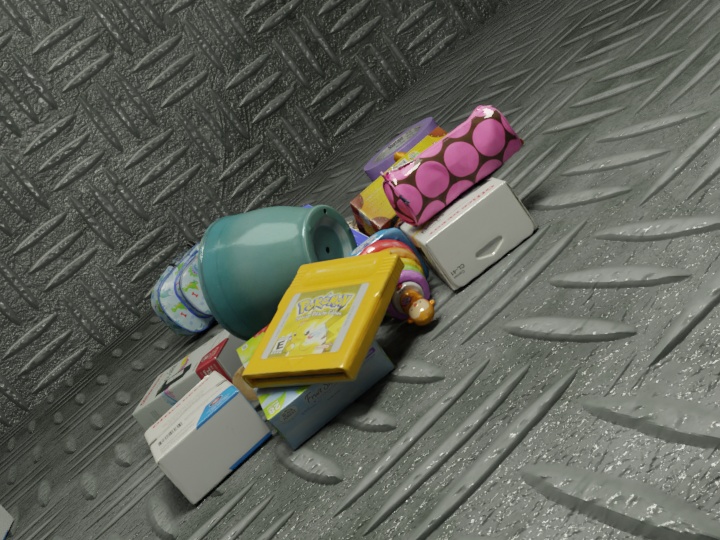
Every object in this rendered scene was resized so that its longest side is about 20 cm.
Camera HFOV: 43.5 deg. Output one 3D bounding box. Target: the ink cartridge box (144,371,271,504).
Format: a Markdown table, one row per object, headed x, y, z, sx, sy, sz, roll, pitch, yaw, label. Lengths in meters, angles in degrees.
| x | y | z | sx | sy | sz | roll | pitch | yaw | label |
| --- | --- | --- | --- | --- | --- | --- | --- | --- | --- |
| -0.223 | 0.233 | 1.296 | 0.146 | 0.085 | 0.200 | -42 | 12 | -12 | ink cartridge box |

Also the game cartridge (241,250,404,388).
| x | y | z | sx | sy | sz | roll | pitch | yaw | label |
| --- | --- | --- | --- | --- | --- | --- | --- | --- | --- |
| -0.046 | 0.060 | 1.158 | 0.175 | 0.033 | 0.201 | -9 | 42 | 37 | game cartridge |

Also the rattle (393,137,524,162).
| x | y | z | sx | sy | sz | roll | pitch | yaw | label |
| --- | --- | --- | --- | --- | --- | --- | --- | --- | --- |
| 0.179 | -0.217 | 1.642 | 0.200 | 0.143 | 0.130 | -44 | -6 | 2 | rattle |

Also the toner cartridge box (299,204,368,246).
| x | y | z | sx | sy | sz | roll | pitch | yaw | label |
| --- | --- | --- | --- | --- | --- | --- | --- | --- | --- |
| -0.041 | -0.029 | 1.473 | 0.043 | 0.096 | 0.199 | -24 | 36 | -31 | toner cartridge box |

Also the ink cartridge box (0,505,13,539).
| x | y | z | sx | sy | sz | roll | pitch | yaw | label |
| --- | --- | --- | --- | --- | --- | --- | --- | --- | --- |
| -0.802 | 0.554 | 1.783 | 0.199 | 0.084 | 0.145 | -39 | 13 | -5 | ink cartridge box |

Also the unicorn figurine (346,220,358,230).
| x | y | z | sx | sy | sz | roll | pitch | yaw | label |
| --- | --- | --- | --- | --- | --- | --- | --- | --- | --- |
| -0.072 | -0.018 | 1.679 | 0.138 | 0.074 | 0.200 | -54 | 8 | -30 | unicorn figurine |

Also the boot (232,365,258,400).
| x | y | z | sx | sy | sz | roll | pitch | yaw | label |
| --- | --- | --- | --- | --- | --- | --- | --- | --- | --- |
| -0.093 | 0.121 | 1.389 | 0.200 | 0.071 | 0.144 | -28 | 11 | 22 | boot |

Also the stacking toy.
| x | y | z | sx | sy | sz | roll | pitch | yaw | label |
| --- | --- | --- | --- | --- | --- | --- | --- | --- | --- |
| 0.056 | 0.029 | 1.245 | 0.116 | 0.110 | 0.200 | -38 | 24 | -1 | stacking toy |

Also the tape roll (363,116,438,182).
| x | y | z | sx | sy | sz | roll | pitch | yaw | label |
| --- | --- | --- | --- | --- | --- | --- | --- | --- | --- |
| 0.109 | -0.261 | 2.091 | 0.199 | 0.085 | 0.200 | -37 | 13 | 10 | tape roll |

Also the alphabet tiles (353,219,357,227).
| x | y | z | sx | sy | sz | roll | pitch | yaw | label |
| --- | --- | --- | --- | --- | --- | --- | --- | --- | --- |
| -0.039 | -0.029 | 1.767 | 0.167 | 0.006 | 0.200 | -56 | 14 | -3 | alphabet tiles |

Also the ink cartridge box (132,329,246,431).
| x | y | z | sx | sy | sz | roll | pitch | yaw | label |
| --- | --- | --- | --- | --- | --- | --- | --- | --- | --- |
| -0.284 | 0.200 | 1.583 | 0.199 | 0.083 | 0.146 | -34 | 14 | 18 | ink cartridge box |

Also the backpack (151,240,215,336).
| x | y | z | sx | sy | sz | roll | pitch | yaw | label |
| --- | --- | --- | --- | --- | --- | --- | --- | --- | --- |
| -0.401 | 0.050 | 2.200 | 0.200 | 0.183 | 0.147 | -50 | 15 | -24 | backpack |

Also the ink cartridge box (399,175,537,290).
| x | y | z | sx | sy | sz | roll | pitch | yaw | label |
| --- | --- | --- | --- | --- | --- | --- | --- | --- | --- |
| 0.149 | -0.063 | 1.298 | 0.147 | 0.086 | 0.200 | -38 | 11 | 0 | ink cartridge box |

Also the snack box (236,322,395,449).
| x | y | z | sx | sy | sz | roll | pitch | yaw | label |
| --- | --- | --- | --- | --- | --- | --- | --- | --- | --- |
| -0.065 | 0.117 | 1.203 | 0.168 | 0.068 | 0.200 | -39 | 30 | -2 | snack box |

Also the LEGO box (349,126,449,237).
| x | y | z | sx | sy | sz | roll | pitch | yaw | label |
| --- | --- | --- | --- | --- | --- | --- | --- | --- | --- |
| 0.089 | -0.108 | 1.456 | 0.200 | 0.077 | 0.149 | -42 | -31 | -14 | LEGO box |

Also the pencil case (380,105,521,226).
| x | y | z | sx | sy | sz | roll | pitch | yaw | label |
| --- | --- | --- | --- | --- | --- | --- | --- | --- | --- |
| 0.125 | -0.151 | 1.268 | 0.199 | 0.094 | 0.091 | -37 | 13 | -9 | pencil case |

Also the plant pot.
| x | y | z | sx | sy | sz | roll | pitch | yaw | label |
| --- | --- | --- | --- | --- | --- | --- | --- | --- | --- |
| -0.111 | -0.009 | 1.370 | 0.186 | 0.201 | 0.200 | -16 | 23 | 34 | plant pot |
